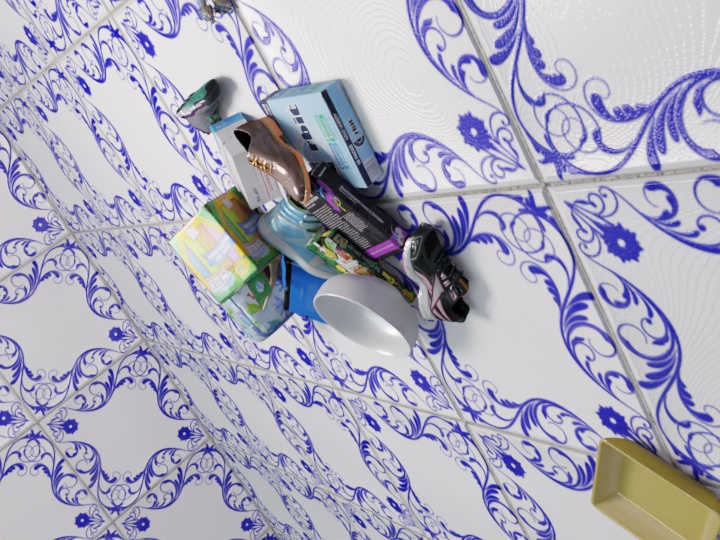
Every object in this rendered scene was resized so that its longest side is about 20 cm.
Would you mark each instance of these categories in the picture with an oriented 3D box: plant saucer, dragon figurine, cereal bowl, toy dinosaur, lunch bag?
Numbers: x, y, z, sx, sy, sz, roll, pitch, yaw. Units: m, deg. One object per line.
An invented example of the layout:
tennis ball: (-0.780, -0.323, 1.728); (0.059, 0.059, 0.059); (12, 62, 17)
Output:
plant saucer: (0.453, 0.350, 1.292); (0.199, 0.048, 0.201); (33, 148, 34)
dragon figurine: (-0.289, -0.491, 1.400); (0.200, 0.059, 0.100); (42, 152, 16)
cereal bowl: (0.020, 0.068, 1.511); (0.198, 0.084, 0.201); (26, 159, 11)
toy dinosaur: (-0.173, -0.030, 1.704); (0.057, 0.202, 0.101); (-4, 150, 8)
lunch bag: (-0.230, 0.039, 1.875); (0.200, 0.161, 0.082); (49, 151, 0)

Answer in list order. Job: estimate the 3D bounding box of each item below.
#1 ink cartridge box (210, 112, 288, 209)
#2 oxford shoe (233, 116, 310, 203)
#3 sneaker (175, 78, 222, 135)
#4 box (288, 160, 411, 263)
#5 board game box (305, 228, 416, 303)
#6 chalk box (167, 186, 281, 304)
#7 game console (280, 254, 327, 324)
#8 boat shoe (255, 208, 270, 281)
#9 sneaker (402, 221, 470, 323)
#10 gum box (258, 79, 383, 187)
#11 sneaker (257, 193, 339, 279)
ink cartridge box: (-0.206, -0.196, 1.563); (0.200, 0.066, 0.117); (52, 164, 53)
oxford shoe: (-0.145, -0.175, 1.398); (0.200, 0.072, 0.072); (52, 145, 36)
sneaker: (-0.288, -0.309, 1.643); (0.087, 0.075, 0.200); (42, 166, -21)
box: (-0.020, -0.094, 1.439); (0.199, 0.036, 0.143); (39, 161, -12)
board game box: (0.000, 0.000, 1.534); (0.199, 0.024, 0.105); (38, 160, -16)
chalk box: (-0.234, -0.031, 1.597); (0.124, 0.124, 0.200); (-39, 95, 29)
game console: (-0.109, -0.002, 1.763); (0.169, 0.119, 0.201); (19, 149, 5)
boat shoe: (-0.239, -0.070, 1.828); (0.074, 0.074, 0.204); (-11, 102, 40)
sneaker: (0.133, 0.007, 1.360); (0.086, 0.081, 0.201); (15, 146, 33)
gum box: (-0.068, -0.220, 1.405); (0.199, 0.044, 0.171); (8, 131, 54)
sneaker: (-0.081, -0.071, 1.588); (0.199, 0.080, 0.131); (31, 125, -22)
